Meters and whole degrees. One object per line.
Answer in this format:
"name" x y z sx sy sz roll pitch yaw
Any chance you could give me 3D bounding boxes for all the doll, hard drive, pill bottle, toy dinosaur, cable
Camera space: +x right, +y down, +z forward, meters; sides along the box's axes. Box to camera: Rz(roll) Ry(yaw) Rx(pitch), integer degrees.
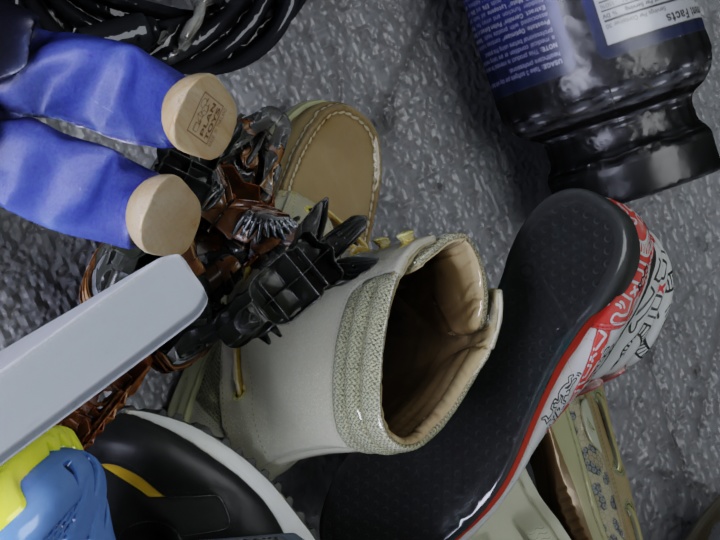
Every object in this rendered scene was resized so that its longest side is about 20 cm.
"doll" -0.144 -0.074 0.940 0.048 0.199 0.137 22 88 -65
"hard drive" -0.153 0.062 0.874 0.132 0.200 0.027 -38 96 -39
"pill bottle" 0.109 -0.132 1.203 0.112 0.112 0.201 -19 92 -41
"toy dinosaur" -0.070 0.005 1.001 0.102 0.136 0.201 22 58 -24
"cable" -0.098 -0.181 1.049 0.163 0.051 0.201 -10 74 -14

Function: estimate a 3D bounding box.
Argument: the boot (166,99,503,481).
"boot" 0.000 0.000 1.049 0.072 0.154 0.201 34 59 -27

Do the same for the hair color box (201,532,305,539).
"hair color box" -0.025 0.164 0.901 0.060 0.200 0.099 -3 94 -15

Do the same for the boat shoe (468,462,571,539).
"boat shoe" 0.044 0.096 1.131 0.072 0.068 0.201 -20 78 -18

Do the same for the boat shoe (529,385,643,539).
"boat shoe" 0.112 0.130 1.165 0.063 0.073 0.201 -11 86 -38

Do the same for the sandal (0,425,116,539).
"sandal" -0.108 0.119 0.899 0.079 0.200 0.087 -42 74 -9

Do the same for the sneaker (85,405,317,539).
"sneaker" -0.058 0.147 1.020 0.200 0.070 0.090 50 50 -21

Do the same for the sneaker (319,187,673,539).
"sneaker" 0.068 0.059 1.077 0.202 0.067 0.108 -56 158 6

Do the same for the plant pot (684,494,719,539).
"plant pot" 0.259 0.191 1.222 0.200 0.187 0.188 35 58 -12
